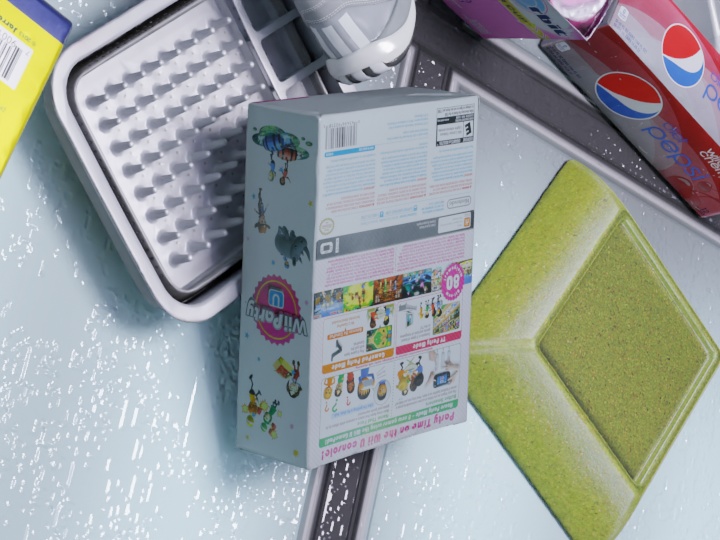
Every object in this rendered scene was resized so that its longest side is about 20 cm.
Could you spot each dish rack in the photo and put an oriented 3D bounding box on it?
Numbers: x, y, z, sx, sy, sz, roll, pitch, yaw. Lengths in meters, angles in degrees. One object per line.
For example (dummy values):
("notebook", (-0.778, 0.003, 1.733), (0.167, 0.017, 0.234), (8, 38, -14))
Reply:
("dish rack", (-0.088, -0.081, 1.160), (0.200, 0.043, 0.173), (-39, 109, -39))

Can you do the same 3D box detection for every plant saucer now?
("plant saucer", (0.166, 0.057, 1.359), (0.200, 0.048, 0.200), (53, 53, -22))

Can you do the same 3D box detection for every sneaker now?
("sneaker", (-0.011, -0.215, 1.189), (0.116, 0.075, 0.201), (48, 32, -37))

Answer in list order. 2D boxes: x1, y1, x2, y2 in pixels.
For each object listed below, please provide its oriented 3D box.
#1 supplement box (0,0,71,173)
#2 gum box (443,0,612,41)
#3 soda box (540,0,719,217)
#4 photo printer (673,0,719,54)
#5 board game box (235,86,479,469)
("supplement box", (-0.243, -0.059, 0.963), (0.109, 0.108, 0.201), (37, 60, -31))
("gum box", (0.141, -0.250, 1.311), (0.066, 0.113, 0.201), (38, 75, -31))
("soda box", (0.220, -0.125, 1.421), (0.200, 0.070, 0.064), (42, 57, -28))
("photo printer", (0.299, -0.244, 1.510), (0.199, 0.069, 0.168), (-11, 90, -42))
("board game box", (0.000, 0.000, 1.165), (0.147, 0.064, 0.202), (-11, 107, -48))
